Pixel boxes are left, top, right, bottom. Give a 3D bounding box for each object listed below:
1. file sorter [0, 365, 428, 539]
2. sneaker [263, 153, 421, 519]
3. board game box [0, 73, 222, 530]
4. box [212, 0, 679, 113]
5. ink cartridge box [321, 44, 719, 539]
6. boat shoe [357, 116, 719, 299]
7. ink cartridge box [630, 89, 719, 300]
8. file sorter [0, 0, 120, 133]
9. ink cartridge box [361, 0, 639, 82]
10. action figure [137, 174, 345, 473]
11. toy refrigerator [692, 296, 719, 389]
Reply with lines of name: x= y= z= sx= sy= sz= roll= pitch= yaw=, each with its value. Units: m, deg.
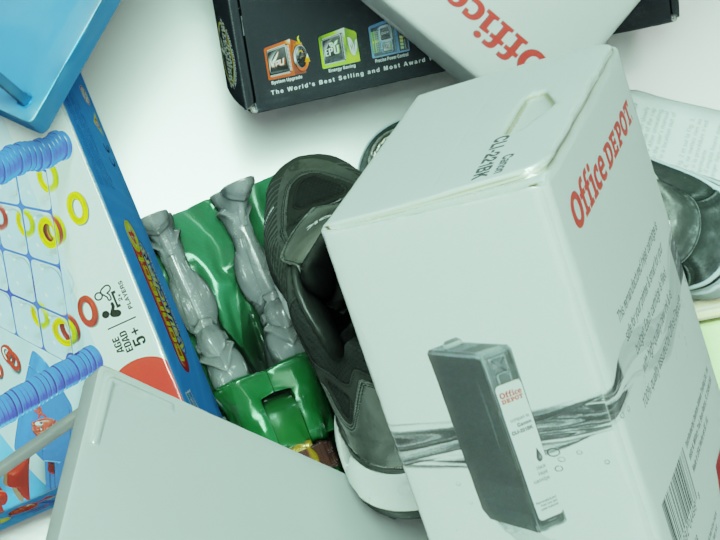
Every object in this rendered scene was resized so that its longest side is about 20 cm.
file sorter: x=-0.055 y=0.154 z=0.938 sx=0.200 sy=0.125 sz=0.139 roll=26 pitch=55 yaw=-23
sneaker: x=0.000 y=0.000 z=0.957 sx=0.066 sy=0.091 sz=0.200 roll=-17 pitch=40 yaw=-3
board game box: x=-0.186 y=0.015 z=1.023 sx=0.196 sy=0.056 sz=0.200 roll=-24 pitch=82 yaw=8
box: x=0.030 y=-0.166 z=1.040 sx=0.200 sy=0.049 sz=0.161 roll=-12 pitch=109 yaw=-11
ink cartridge box: x=0.070 y=0.038 z=0.872 sx=0.084 sy=0.144 sz=0.200 roll=-11 pitch=109 yaw=20
boat shoe: x=0.068 y=-0.037 z=0.999 sx=0.200 sy=0.071 sz=0.072 roll=11 pitch=83 yaw=41
ink cartridge box: x=0.133 y=0.005 z=1.085 sx=0.200 sy=0.057 sz=0.163 roll=14 pitch=80 yaw=20
file sorter: x=-0.192 y=-0.169 z=0.963 sx=0.200 sy=0.123 sz=0.139 roll=24 pitch=81 yaw=25
ink cartridge box: x=0.070 y=-0.180 z=0.974 sx=0.146 sy=0.084 sz=0.200 roll=36 pitch=95 yaw=-23
action figure: x=-0.035 y=0.062 z=1.053 sx=0.118 sy=0.055 sz=0.200 roll=-23 pitch=87 yaw=-10
toy refrigerator: x=0.105 y=0.057 z=1.002 sx=0.200 sy=0.070 sz=0.076 roll=-11 pitch=86 yaw=4
